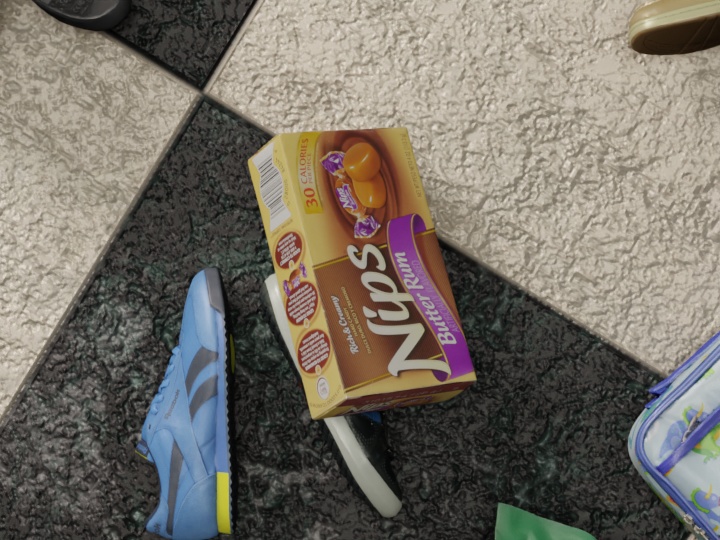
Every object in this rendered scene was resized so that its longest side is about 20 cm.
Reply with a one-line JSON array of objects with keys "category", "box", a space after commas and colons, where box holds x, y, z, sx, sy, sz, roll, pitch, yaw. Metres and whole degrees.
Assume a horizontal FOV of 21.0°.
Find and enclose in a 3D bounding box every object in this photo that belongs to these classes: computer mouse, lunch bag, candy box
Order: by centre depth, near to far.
[{"category": "candy box", "box": [0.000, 0.000, 1.406, 0.116, 0.056, 0.202, -5, 71, -33]}, {"category": "lunch bag", "box": [0.305, 0.114, 1.432, 0.200, 0.082, 0.161, -42, 85, -4]}, {"category": "computer mouse", "box": [-0.259, -0.243, 1.479, 0.199, 0.034, 0.059, 35, 77, 9]}]

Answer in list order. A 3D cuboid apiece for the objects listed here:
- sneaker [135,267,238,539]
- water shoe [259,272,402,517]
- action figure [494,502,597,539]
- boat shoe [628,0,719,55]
[{"category": "sneaker", "box": [-0.130, 0.099, 1.438, 0.078, 0.066, 0.202, 0, 87, 3]}, {"category": "water shoe", "box": [-0.002, 0.082, 1.436, 0.078, 0.072, 0.201, -26, 88, -8]}, {"category": "action figure", "box": [0.188, 0.246, 1.435, 0.198, 0.055, 0.119, 10, 85, -7]}, {"category": "boat shoe", "box": [0.286, -0.216, 1.461, 0.199, 0.073, 0.063, -18, 77, -13]}]
